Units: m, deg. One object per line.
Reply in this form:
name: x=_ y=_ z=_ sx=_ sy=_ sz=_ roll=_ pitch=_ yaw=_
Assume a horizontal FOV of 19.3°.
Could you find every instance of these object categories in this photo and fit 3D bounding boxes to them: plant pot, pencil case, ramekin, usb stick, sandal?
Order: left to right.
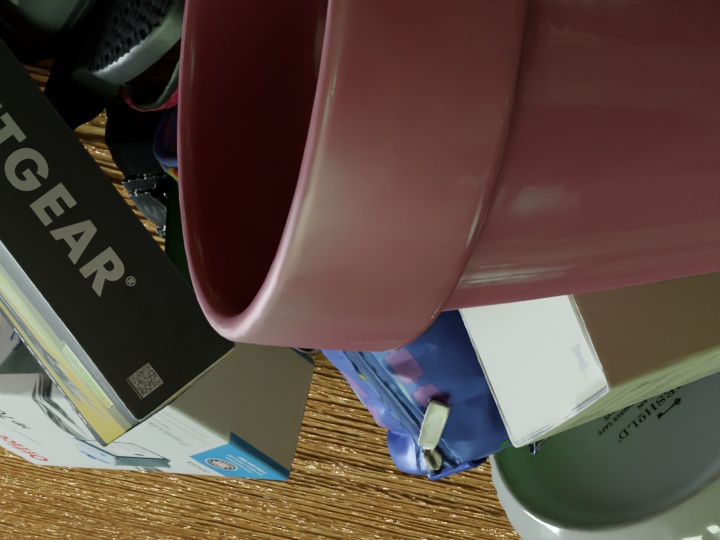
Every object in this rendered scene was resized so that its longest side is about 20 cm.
usb stick: x=-0.114 y=-0.128 z=0.792 sx=0.055 sy=0.033 sz=0.200 roll=37 pitch=157 yaw=-9
sandal: x=-0.081 y=-0.093 z=0.823 sx=0.045 sy=0.075 sz=0.200 roll=23 pitch=166 yaw=-15
pencil case: x=0.000 y=0.000 z=0.849 sx=0.078 sy=0.087 sz=0.200 roll=-23 pitch=118 yaw=27
plant pot: x=0.051 y=-0.073 z=0.636 sx=0.178 sy=0.201 sz=0.200 roll=4 pitch=164 yaw=-17
ramekin: x=0.152 y=0.074 z=0.973 sx=0.200 sy=0.201 sz=0.105 roll=-6 pitch=145 yaw=42

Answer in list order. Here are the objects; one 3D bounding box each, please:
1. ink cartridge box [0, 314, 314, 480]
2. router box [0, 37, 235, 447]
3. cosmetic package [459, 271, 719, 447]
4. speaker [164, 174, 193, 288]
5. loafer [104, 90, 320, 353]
ink cartridge box: x=-0.152 y=0.064 z=1.289 sx=0.199 sy=0.086 sz=0.146 roll=-1 pitch=157 yaw=30
router box: x=-0.141 y=-0.023 z=0.889 sx=0.200 sy=0.052 sz=0.157 roll=53 pitch=165 yaw=0
cosmetic package: x=0.145 y=-0.008 z=0.775 sx=0.199 sy=0.073 sz=0.104 roll=-18 pitch=170 yaw=-20
speaker: x=0.013 y=-0.009 z=0.942 sx=0.199 sy=0.089 sz=0.088 roll=3 pitch=161 yaw=-4
loafer: x=-0.057 y=-0.020 z=1.024 sx=0.072 sy=0.063 sz=0.200 roll=-1 pitch=157 yaw=30
